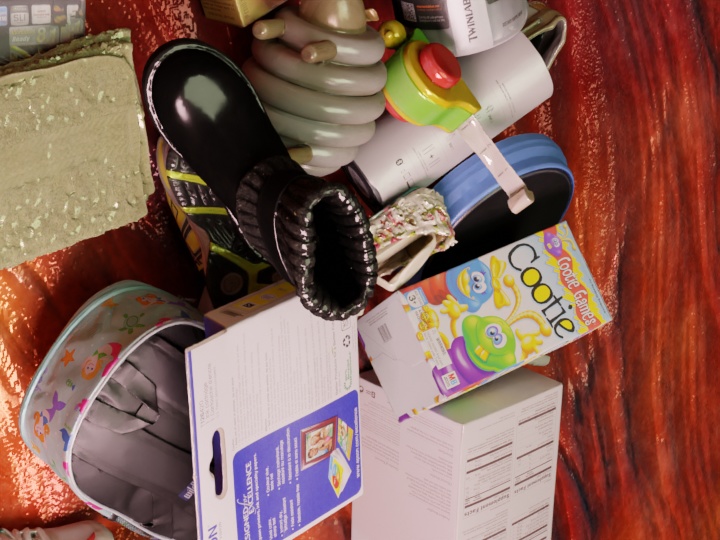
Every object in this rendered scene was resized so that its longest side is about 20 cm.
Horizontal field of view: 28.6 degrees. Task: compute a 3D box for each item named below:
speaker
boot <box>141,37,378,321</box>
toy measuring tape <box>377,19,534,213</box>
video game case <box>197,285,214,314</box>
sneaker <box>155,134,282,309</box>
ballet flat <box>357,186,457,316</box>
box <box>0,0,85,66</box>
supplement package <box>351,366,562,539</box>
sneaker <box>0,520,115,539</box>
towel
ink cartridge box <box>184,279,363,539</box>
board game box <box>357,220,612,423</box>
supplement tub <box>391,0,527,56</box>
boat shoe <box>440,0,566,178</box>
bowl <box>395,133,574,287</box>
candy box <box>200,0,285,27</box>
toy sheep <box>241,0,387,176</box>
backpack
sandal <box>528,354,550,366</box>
[{"bbox_3d":[0.078,-0.137,1.285,0.199,0.081,0.082,-37,129,-8],"label":"speaker"},{"bbox_3d":[-0.071,-0.070,1.035,0.079,0.158,0.212,-39,117,-6],"label":"boot"},{"bbox_3d":[0.073,-0.128,1.207,0.073,0.074,0.201,-33,87,-30],"label":"toy measuring tape"},{"bbox_3d":[-0.095,0.109,1.287,0.181,0.023,0.203,16,93,-46],"label":"video game case"},{"bbox_3d":[-0.112,-0.036,1.170,0.075,0.076,0.202,-23,120,-13],"label":"sneaker"},{"bbox_3d":[0.000,0.000,1.236,0.199,0.064,0.076,-36,155,-7],"label":"ballet flat"},{"bbox_3d":[-0.289,-0.114,0.998,0.198,0.049,0.164,-10,110,-43],"label":"box"},{"bbox_3d":[0.094,0.201,1.411,0.149,0.151,0.203,-16,115,-40],"label":"supplement package"},{"bbox_3d":[-0.281,0.233,1.115,0.198,0.070,0.095,-22,125,-34],"label":"sneaker"},{"bbox_3d":[-0.233,-0.081,1.007,0.199,0.036,0.150,-27,124,-38],"label":"towel"},{"bbox_3d":[-0.073,0.116,1.091,0.199,0.047,0.201,-22,117,-47],"label":"ink cartridge box"},{"bbox_3d":[0.113,0.047,1.303,0.198,0.105,0.104,-22,82,-28],"label":"board game box"},{"bbox_3d":[0.074,-0.300,1.233,0.122,0.122,0.202,-35,127,-30],"label":"supplement tub"},{"bbox_3d":[0.129,-0.176,1.369,0.075,0.068,0.202,38,78,-45],"label":"boat shoe"},{"bbox_3d":[0.123,-0.045,1.362,0.199,0.040,0.202,-30,153,-16],"label":"bowl"},{"bbox_3d":[-0.094,-0.311,1.112,0.116,0.056,0.202,-37,129,-29],"label":"candy box"},{"bbox_3d":[-0.042,-0.146,1.174,0.137,0.138,0.202,-5,123,-43],"label":"toy sheep"},{"bbox_3d":[-0.170,0.104,1.115,0.179,0.150,0.200,-56,146,-3],"label":"backpack"},{"bbox_3d":[0.136,0.058,1.447,0.201,0.082,0.050,20,91,-49],"label":"sandal"}]
